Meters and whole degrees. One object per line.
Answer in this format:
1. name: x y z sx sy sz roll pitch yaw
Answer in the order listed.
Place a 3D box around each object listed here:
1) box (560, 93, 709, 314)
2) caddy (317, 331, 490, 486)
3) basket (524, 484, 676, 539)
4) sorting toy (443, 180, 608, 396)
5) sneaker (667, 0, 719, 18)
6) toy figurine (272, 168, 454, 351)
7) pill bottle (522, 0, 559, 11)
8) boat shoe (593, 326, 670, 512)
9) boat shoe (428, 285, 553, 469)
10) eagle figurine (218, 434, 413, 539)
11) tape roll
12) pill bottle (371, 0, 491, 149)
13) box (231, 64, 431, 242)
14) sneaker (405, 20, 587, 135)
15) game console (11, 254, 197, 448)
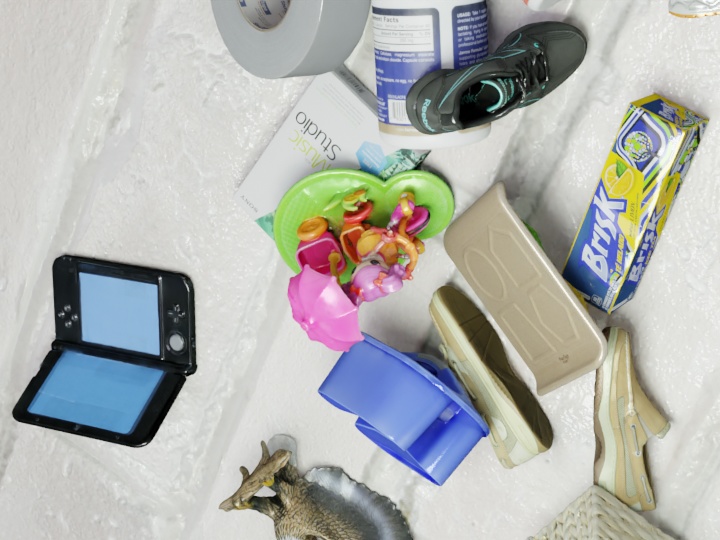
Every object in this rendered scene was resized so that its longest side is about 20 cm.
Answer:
1. box: 0.261 -0.064 1.668 0.064 0.070 0.202 29 116 22
2. caddy: 0.049 0.132 1.784 0.141 0.105 0.199 45 169 -32
3. basket: 0.265 0.328 1.715 0.199 0.136 0.124 36 114 -10
4. sorting toy: 0.165 0.019 1.719 0.201 0.036 0.185 59 161 5
5. sneaker: 0.366 -0.282 1.547 0.198 0.076 0.093 -4 98 29
6. toy figurine: 0.000 0.000 1.739 0.198 0.185 0.151 -18 121 15
7. pill bottle: 0.141 -0.353 1.626 0.112 0.112 0.201 -43 82 31
8. boat shoe: 0.274 0.150 1.733 0.075 0.072 0.202 3 116 16
9. boat shoe: 0.123 0.112 1.797 0.063 0.073 0.202 -32 95 27
10. eagle figurine: -0.056 0.291 1.935 0.199 0.152 0.151 37 168 -18
11. tape roll: -0.074 -0.297 1.748 0.199 0.066 0.203 15 109 49
12. pill bottle: 0.069 -0.228 1.700 0.114 0.115 0.203 5 106 28
13. box: -0.034 -0.101 1.842 0.144 0.036 0.201 44 122 11
14. sneaker: 0.142 -0.176 1.638 0.079 0.199 0.076 23 137 61
15. game console: -0.300 0.089 1.998 0.198 0.116 0.178 9 109 26
